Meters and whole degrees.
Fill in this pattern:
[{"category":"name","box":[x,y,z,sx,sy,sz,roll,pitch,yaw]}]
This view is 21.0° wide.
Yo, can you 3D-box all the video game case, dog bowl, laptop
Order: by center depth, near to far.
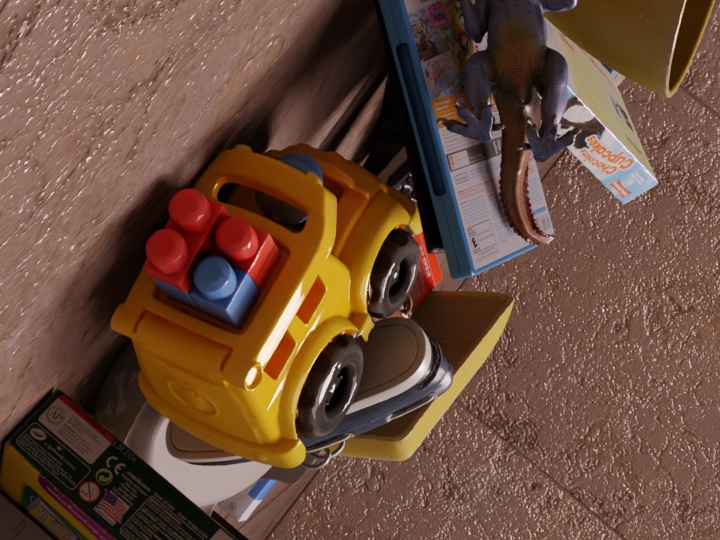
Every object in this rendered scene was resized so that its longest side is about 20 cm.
[{"category":"video game case","box":[0.068,-0.104,1.238,0.018,0.201,0.143,-13,-176,29]},{"category":"laptop","box":[0.040,-0.093,1.311,0.103,0.178,0.200,-14,176,31]},{"category":"dog bowl","box":[-0.104,0.099,1.388,0.200,0.059,0.201,-27,138,-27]}]

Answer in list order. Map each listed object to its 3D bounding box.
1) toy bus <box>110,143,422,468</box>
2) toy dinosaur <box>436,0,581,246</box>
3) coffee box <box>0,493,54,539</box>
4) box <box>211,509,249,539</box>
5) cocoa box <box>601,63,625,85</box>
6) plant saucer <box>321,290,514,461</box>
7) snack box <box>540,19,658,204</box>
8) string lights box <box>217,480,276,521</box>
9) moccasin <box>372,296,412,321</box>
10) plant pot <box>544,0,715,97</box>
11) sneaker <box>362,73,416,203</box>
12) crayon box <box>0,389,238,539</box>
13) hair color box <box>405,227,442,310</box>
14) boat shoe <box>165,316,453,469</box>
[{"category":"toy bus","box":[-0.063,-0.009,1.188,0.200,0.135,0.192,-60,156,-18]},{"category":"toy dinosaur","box":[0.085,-0.151,1.231,0.200,0.104,0.182,97,-3,-46]},{"category":"coffee box","box":[-0.266,0.258,1.255,0.200,0.113,0.080,-47,172,-27]},{"category":"box","box":[-0.160,0.238,1.480,0.141,0.200,0.079,-50,173,-4]},{"category":"cocoa box","box":[0.193,-0.240,1.575,0.133,0.131,0.200,-45,171,-43]},{"category":"plant saucer","box":[0.007,0.090,1.580,0.199,0.049,0.200,1,-146,36]},{"category":"snack box","box":[0.148,-0.144,1.443,0.037,0.117,0.200,-31,139,19]},{"category":"string lights box","box":[-0.084,0.120,1.774,0.200,0.103,0.059,-51,173,-2]},{"category":"moccasin","box":[-0.001,0.000,1.467,0.073,0.202,0.078,7,-131,48]},{"category":"plant pot","box":[0.180,-0.237,1.353,0.200,0.141,0.201,18,90,-77]},{"category":"sneaker","box":[0.047,-0.114,1.477,0.072,0.083,0.200,2,139,-42]},{"category":"crayon box","box":[-0.150,0.190,1.288,0.058,0.200,0.173,-47,172,-27]},{"category":"hair color box","box":[-0.033,0.033,1.589,0.200,0.111,0.064,-44,127,-41]},{"category":"boat shoe","box":[-0.034,0.089,1.291,0.199,0.075,0.062,-25,142,15]}]
